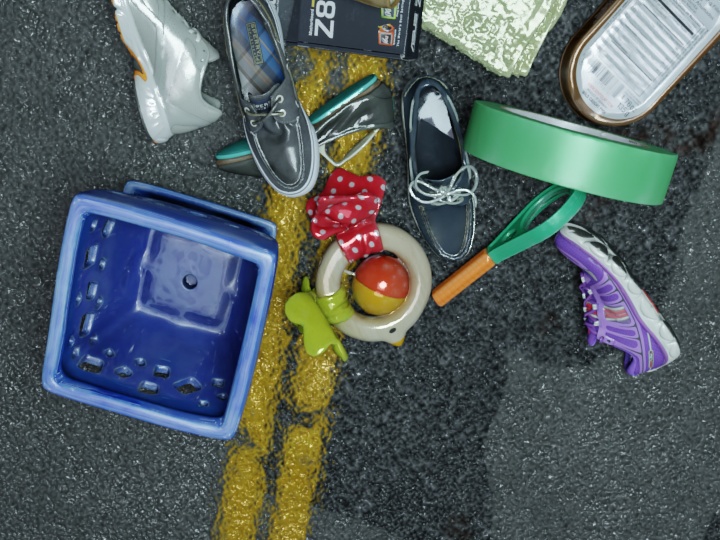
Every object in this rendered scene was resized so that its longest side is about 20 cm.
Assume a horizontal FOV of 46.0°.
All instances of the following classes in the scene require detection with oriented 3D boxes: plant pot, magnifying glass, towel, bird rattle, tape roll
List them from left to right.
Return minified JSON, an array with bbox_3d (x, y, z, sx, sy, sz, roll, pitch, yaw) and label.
[{"bbox_3d":[-0.189,0.025,0.866,0.197,0.180,0.203,15,105,-4],"label":"plant pot"},{"bbox_3d":[0.000,0.000,0.921,0.161,0.113,0.203,19,92,-17],"label":"bird rattle"},{"bbox_3d":[0.113,-0.297,0.849,0.198,0.037,0.150,27,105,-7],"label":"towel"},{"bbox_3d":[0.157,-0.028,0.910,0.199,0.080,0.022,-38,106,21],"label":"magnifying glass"},{"bbox_3d":[0.198,-0.115,0.813,0.197,0.201,0.049,14,105,-3],"label":"tape roll"}]

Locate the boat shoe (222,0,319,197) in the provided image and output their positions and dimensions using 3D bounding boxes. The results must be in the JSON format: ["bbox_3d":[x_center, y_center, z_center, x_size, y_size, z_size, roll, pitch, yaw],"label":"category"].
[{"bbox_3d":[-0.089,-0.169,0.811,0.069,0.066,0.204,-10,94,10],"label":"boat shoe"}]

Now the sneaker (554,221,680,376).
[{"bbox_3d":[0.268,0.037,0.920,0.083,0.081,0.201,-35,103,15],"label":"sneaker"}]

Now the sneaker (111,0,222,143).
[{"bbox_3d":[-0.193,-0.237,0.857,0.090,0.076,0.203,-12,113,-4],"label":"sneaker"}]

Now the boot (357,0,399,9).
[{"bbox_3d":[-0.039,-0.348,0.761,0.197,0.066,0.178,21,121,18],"label":"boot"}]

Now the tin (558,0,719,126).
[{"bbox_3d":[0.292,-0.236,0.865,0.112,0.042,0.200,38,102,-14],"label":"tin"}]

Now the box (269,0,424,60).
[{"bbox_3d":[-0.012,-0.314,0.815,0.159,0.049,0.204,13,107,21],"label":"box"}]

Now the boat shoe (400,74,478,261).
[{"bbox_3d":[0.085,-0.102,0.889,0.073,0.062,0.204,-7,106,0],"label":"boat shoe"}]

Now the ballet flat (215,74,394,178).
[{"bbox_3d":[-0.052,-0.131,0.883,0.197,0.068,0.069,-24,113,7],"label":"ballet flat"}]
